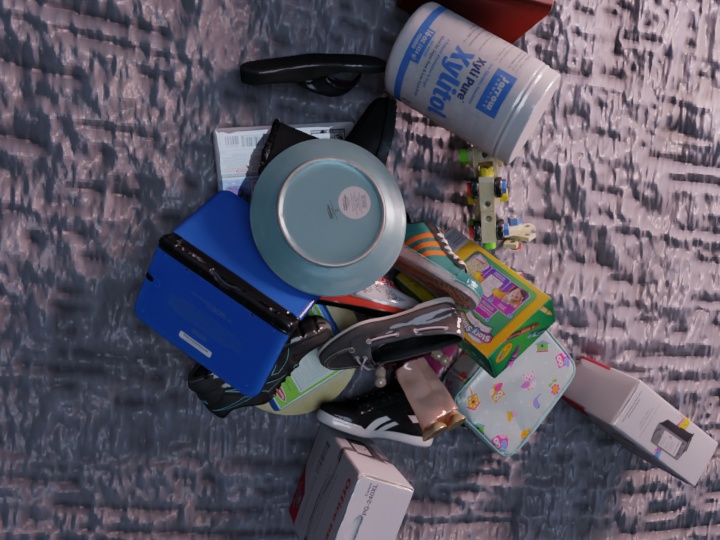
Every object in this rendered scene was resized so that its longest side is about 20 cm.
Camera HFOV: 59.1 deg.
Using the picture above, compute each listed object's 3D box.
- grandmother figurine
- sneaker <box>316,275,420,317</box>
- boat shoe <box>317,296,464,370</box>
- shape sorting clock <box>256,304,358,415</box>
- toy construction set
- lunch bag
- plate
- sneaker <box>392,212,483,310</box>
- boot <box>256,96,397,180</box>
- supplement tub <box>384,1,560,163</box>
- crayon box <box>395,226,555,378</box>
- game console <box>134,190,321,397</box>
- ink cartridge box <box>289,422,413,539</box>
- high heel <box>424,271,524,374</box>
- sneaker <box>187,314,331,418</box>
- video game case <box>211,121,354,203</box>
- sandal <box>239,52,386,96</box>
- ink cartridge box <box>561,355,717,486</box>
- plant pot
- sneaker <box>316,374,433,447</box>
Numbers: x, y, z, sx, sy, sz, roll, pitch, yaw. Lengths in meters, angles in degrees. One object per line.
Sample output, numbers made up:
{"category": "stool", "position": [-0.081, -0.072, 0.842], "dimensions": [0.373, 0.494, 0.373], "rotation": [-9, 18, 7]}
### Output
{"category": "grandmother figurine", "position": [0.067, 0.135, 0.895], "dimensions": [0.120, 0.061, 0.202], "rotation": [-8, 60, -36]}
{"category": "sneaker", "position": [0.000, 0.000, 0.861], "dimensions": [0.198, 0.067, 0.110], "rotation": [12, 78, -11]}
{"category": "boat shoe", "position": [0.039, 0.095, 0.820], "dimensions": [0.197, 0.058, 0.067], "rotation": [-22, 144, 6]}
{"category": "shape sorting clock", "position": [-0.097, 0.103, 0.893], "dimensions": [0.196, 0.039, 0.204], "rotation": [-1, 94, -13]}
{"category": "toy construction set", "position": [0.192, -0.111, 0.931], "dimensions": [0.091, 0.131, 0.203], "rotation": [-17, 109, 17]}
{"category": "lunch bag", "position": [0.228, 0.176, 0.984], "dimensions": [0.160, 0.077, 0.200], "rotation": [45, 82, -18]}
{"category": "plate", "position": [-0.036, -0.070, 0.778], "dimensions": [0.196, 0.026, 0.204], "rotation": [2, 78, -10]}
{"category": "sneaker", "position": [0.100, -0.023, 0.870], "dimensions": [0.080, 0.199, 0.072], "rotation": [-45, 141, -12]}
{"category": "boot", "position": [-0.044, -0.160, 0.844], "dimensions": [0.160, 0.073, 0.202], "rotation": [15, 75, -6]}
{"category": "supplement tub", "position": [0.142, -0.245, 0.830], "dimensions": [0.198, 0.132, 0.133], "rotation": [33, 85, 12]}
{"category": "crayon box", "position": [0.155, 0.038, 0.885], "dimensions": [0.118, 0.200, 0.059], "rotation": [-40, 139, -9]}
{"category": "game console", "position": [-0.155, 0.025, 0.806], "dimensions": [0.198, 0.118, 0.172], "rotation": [33, 111, 10]}
{"category": "ink cartridge box", "position": [-0.020, 0.312, 0.855], "dimensions": [0.082, 0.200, 0.147], "rotation": [22, 89, -18]}
{"category": "high heel", "position": [0.169, 0.077, 0.955], "dimensions": [0.198, 0.067, 0.097], "rotation": [-25, 93, -8]}
{"category": "sneaker", "position": [-0.125, 0.124, 0.841], "dimensions": [0.197, 0.075, 0.080], "rotation": [-25, 112, -4]}
{"category": "video game case", "position": [-0.097, -0.107, 0.881], "dimensions": [0.197, 0.024, 0.186], "rotation": [-7, 98, -17]}
{"category": "sandal", "position": [-0.063, -0.262, 0.861], "dimensions": [0.197, 0.076, 0.049], "rotation": [-7, 123, -9]}
{"category": "ink cartridge box", "position": [0.441, 0.238, 1.020], "dimensions": [0.199, 0.147, 0.086], "rotation": [35, 86, -18]}
{"category": "plant pot", "position": [0.147, -0.429, 0.846], "dimensions": [0.173, 0.200, 0.204], "rotation": [5, 94, -6]}
{"category": "sneaker", "position": [0.033, 0.184, 0.928], "dimensions": [0.198, 0.073, 0.114], "rotation": [18, 86, -30]}
